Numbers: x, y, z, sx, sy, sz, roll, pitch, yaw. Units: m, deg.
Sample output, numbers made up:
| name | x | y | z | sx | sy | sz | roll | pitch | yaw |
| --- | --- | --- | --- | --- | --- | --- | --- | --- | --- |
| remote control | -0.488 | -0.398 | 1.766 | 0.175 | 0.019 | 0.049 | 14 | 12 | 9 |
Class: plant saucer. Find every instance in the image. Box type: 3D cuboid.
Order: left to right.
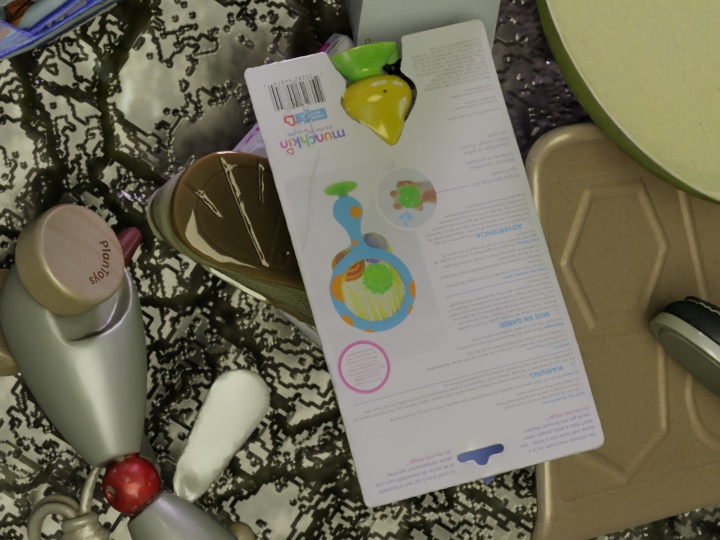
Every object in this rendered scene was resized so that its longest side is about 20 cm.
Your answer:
| name | x | y | z | sx | sy | sz | roll | pitch | yaw |
| --- | --- | --- | --- | --- | --- | --- | --- | --- | --- |
| plant saucer | 0.151 | -0.112 | 1.262 | 0.200 | 0.031 | 0.200 | 19 | 56 | -30 |

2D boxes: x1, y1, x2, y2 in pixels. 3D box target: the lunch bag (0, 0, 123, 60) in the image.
| name | x | y | z | sx | sy | sz | roll | pitch | yaw |
| --- | --- | --- | --- | --- | --- | --- | --- | --- | --- |
| lunch bag | -0.128 | -0.179 | 1.189 | 0.124 | 0.170 | 0.200 | 28 | 92 | -7 |

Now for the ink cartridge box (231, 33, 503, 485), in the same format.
| name | x | y | z | sx | sy | sz | roll | pitch | yaw |
| --- | --- | --- | --- | --- | --- | --- | --- | --- | --- |
| ink cartridge box | 0.024 | -0.004 | 1.304 | 0.200 | 0.042 | 0.119 | 41 | 90 | -10 |

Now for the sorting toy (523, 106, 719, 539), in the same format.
| name | x | y | z | sx | sy | sz | roll | pitch | yaw |
| --- | --- | --- | --- | --- | --- | --- | --- | --- | --- |
| sorting toy | 0.141 | 0.022 | 1.294 | 0.185 | 0.036 | 0.200 | -9 | 104 | -42 |

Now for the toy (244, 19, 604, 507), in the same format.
| name | x | y | z | sx | sy | sz | roll | pitch | yaw |
| --- | --- | --- | --- | --- | --- | --- | --- | --- | --- |
| toy | 0.024 | -0.003 | 1.211 | 0.115 | 0.047 | 0.200 | -13 | 85 | -17 |

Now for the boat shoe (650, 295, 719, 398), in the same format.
| name | x | y | z | sx | sy | sz | roll | pitch | yaw |
| --- | --- | --- | --- | --- | --- | --- | --- | --- | --- |
| boat shoe | 0.227 | 0.057 | 1.270 | 0.199 | 0.075 | 0.066 | 33 | 84 | -10 |

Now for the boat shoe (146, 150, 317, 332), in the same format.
| name | x | y | z | sx | sy | sz | roll | pitch | yaw |
| --- | --- | --- | --- | --- | --- | --- | --- | --- | --- |
| boat shoe | -0.001 | 0.002 | 1.259 | 0.200 | 0.063 | 0.073 | 20 | 79 | -18 |

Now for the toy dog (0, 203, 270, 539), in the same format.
| name | x | y | z | sx | sy | sz | roll | pitch | yaw |
| --- | --- | --- | --- | --- | --- | --- | --- | --- | --- |
| toy dog | -0.105 | 0.056 | 1.268 | 0.096 | 0.132 | 0.200 | -32 | 111 | -43 |

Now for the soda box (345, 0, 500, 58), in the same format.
| name | x | y | z | sx | sy | sz | roll | pitch | yaw |
| --- | --- | --- | --- | --- | --- | --- | --- | --- | --- |
| soda box | 0.035 | -0.188 | 1.211 | 0.068 | 0.064 | 0.200 | -2 | 138 | -10 |
